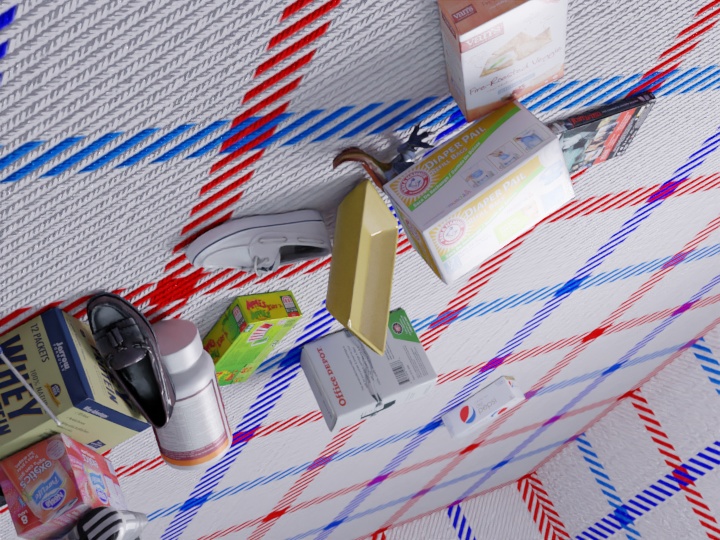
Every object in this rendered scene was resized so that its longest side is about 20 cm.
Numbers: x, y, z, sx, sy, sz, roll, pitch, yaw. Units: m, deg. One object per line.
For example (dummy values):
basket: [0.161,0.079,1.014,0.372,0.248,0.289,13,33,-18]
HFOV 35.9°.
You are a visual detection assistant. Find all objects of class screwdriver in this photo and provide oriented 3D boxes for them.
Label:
screwdriver: [-0.411,0.111,1.294,0.028,0.201,0.029,-24,-159,17]

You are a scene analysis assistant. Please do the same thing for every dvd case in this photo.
dvd case: [0.332,-0.192,1.654,0.199,0.022,0.146,-21,157,-18]

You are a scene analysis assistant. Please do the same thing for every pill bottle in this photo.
pill bottle: [-0.253,0.176,1.575,0.109,0.110,0.201,-20,122,-16]

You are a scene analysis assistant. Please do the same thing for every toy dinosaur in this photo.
toy dinosaur: [0.055,-0.124,1.466,0.198,0.106,0.182,12,160,-5]

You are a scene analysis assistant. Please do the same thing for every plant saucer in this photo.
plant saucer: [0.000,0.000,1.520,0.048,0.202,0.200,3,165,16]

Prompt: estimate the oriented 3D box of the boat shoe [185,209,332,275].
boat shoe: [-0.125,-0.029,1.431,0.199,0.066,0.074,-16,156,-27]

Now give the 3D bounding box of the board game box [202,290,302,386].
board game box: [-0.181,0.108,1.693,0.101,0.048,0.200,-6,150,-40]

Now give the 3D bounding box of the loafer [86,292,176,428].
loafer: [-0.291,0.119,1.438,0.071,0.063,0.201,-23,121,1]

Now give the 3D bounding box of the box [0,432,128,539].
box: [-0.380,0.294,1.442,0.094,0.103,0.200,-25,160,-3]

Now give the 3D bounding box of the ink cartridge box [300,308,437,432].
ink cartridge box: [0.011,0.173,1.925,0.198,0.147,0.083,-18,158,-18]

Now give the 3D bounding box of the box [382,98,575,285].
box: [0.144,-0.097,1.350,0.199,0.102,0.113,-35,137,-3]

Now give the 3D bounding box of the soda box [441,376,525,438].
soda box: [0.300,0.336,2.721,0.199,0.064,0.068,-36,157,23]

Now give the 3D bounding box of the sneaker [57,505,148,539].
sneaker: [-0.347,0.367,1.411,0.199,0.075,0.115,-35,159,18]

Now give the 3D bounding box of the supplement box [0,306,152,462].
supplement box: [-0.416,0.175,1.454,0.199,0.135,0.200,-28,159,4]

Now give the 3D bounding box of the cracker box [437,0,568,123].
cracker box: [0.164,-0.261,1.260,0.133,0.058,0.200,-27,158,-1]

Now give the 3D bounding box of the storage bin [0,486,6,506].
storage bin: [-0.555,0.253,1.466,0.093,0.136,0.200,-28,158,1]
